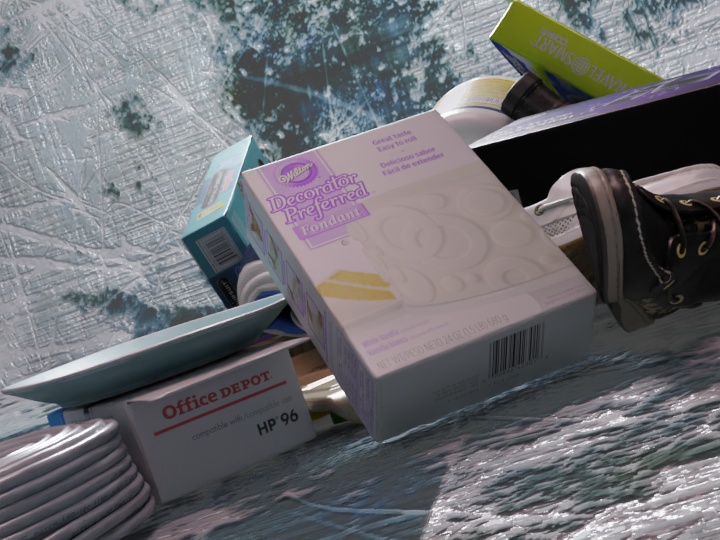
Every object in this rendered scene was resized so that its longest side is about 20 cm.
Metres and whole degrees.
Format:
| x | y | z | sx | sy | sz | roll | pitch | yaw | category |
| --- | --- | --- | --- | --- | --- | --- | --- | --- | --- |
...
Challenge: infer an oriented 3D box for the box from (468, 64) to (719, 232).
| x | y | z | sx | sy | sz | roll | pitch | yaw | category |
| --- | --- | --- | --- | --- | --- | --- | --- | --- | --- |
| 0.190 | -0.087 | 0.939 | 0.199 | 0.079 | 0.141 | -12 | 8 | 31 | box |

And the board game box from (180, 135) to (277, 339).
| x | y | z | sx | sy | sz | roll | pitch | yaw | category |
| --- | --- | --- | --- | --- | --- | --- | --- | --- | --- |
| -0.091 | -0.017 | 1.182 | 0.047 | 0.151 | 0.200 | -26 | 21 | 13 | board game box |

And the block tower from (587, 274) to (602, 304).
| x | y | z | sx | sy | sz | roll | pitch | yaw | category |
| --- | --- | --- | --- | --- | --- | --- | --- | --- | --- |
| 0.135 | 0.006 | 0.988 | 0.199 | 0.054 | 0.058 | -18 | 4 | 40 | block tower |

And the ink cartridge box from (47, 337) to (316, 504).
| x | y | z | sx | sy | sz | roll | pitch | yaw | category |
| --- | --- | --- | --- | --- | --- | --- | --- | --- | --- |
| -0.110 | 0.098 | 0.832 | 0.115 | 0.068 | 0.200 | -20 | 2 | -31 | ink cartridge box |

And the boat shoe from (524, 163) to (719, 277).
| x | y | z | sx | sy | sz | roll | pitch | yaw | category |
| --- | --- | --- | --- | --- | --- | --- | --- | --- | --- |
| 0.151 | -0.038 | 0.850 | 0.199 | 0.070 | 0.071 | -22 | -30 | 36 | boat shoe |

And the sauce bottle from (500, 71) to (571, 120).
| x | y | z | sx | sy | sz | roll | pitch | yaw | category |
| --- | --- | --- | --- | --- | --- | --- | --- | --- | --- |
| 0.201 | -0.086 | 1.052 | 0.066 | 0.200 | 0.066 | -47 | -12 | -14 | sauce bottle |

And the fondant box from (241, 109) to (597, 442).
| x | y | z | sx | sy | sz | roll | pitch | yaw | category |
| --- | --- | --- | --- | --- | --- | --- | --- | --- | --- |
| 0.030 | -0.005 | 0.795 | 0.143 | 0.059 | 0.200 | -20 | 45 | -17 | fondant box |

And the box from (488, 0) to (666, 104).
| x | y | z | sx | sy | sz | roll | pitch | yaw | category |
| --- | --- | --- | --- | --- | --- | --- | --- | --- | --- |
| 0.198 | -0.162 | 1.116 | 0.048 | 0.200 | 0.122 | -55 | -29 | 3 | box |

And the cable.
| x | y | z | sx | sy | sz | roll | pitch | yaw | category |
| --- | --- | --- | --- | --- | --- | --- | --- | --- | --- |
| -0.216 | 0.139 | 0.709 | 0.199 | 0.070 | 0.199 | -21 | 3 | -44 | cable |

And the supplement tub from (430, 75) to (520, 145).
| x | y | z | sx | sy | sz | roll | pitch | yaw | category |
| --- | --- | --- | --- | --- | --- | --- | --- | --- | --- |
| 0.117 | -0.098 | 1.196 | 0.144 | 0.145 | 0.200 | -18 | 15 | 20 | supplement tub |

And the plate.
| x | y | z | sx | sy | sz | roll | pitch | yaw | category |
| --- | --- | --- | --- | --- | --- | --- | --- | --- | --- |
| -0.134 | 0.056 | 0.848 | 0.199 | 0.026 | 0.200 | -18 | 3 | 1 | plate |

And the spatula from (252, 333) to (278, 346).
| x | y | z | sx | sy | sz | roll | pitch | yaw | category |
| --- | --- | --- | --- | --- | --- | --- | --- | --- | --- |
| -0.134 | 0.112 | 1.077 | 0.199 | 0.057 | 0.021 | -27 | -11 | -6 | spatula |

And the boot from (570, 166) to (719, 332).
| x | y | z | sx | sy | sz | roll | pitch | yaw | category |
| --- | --- | --- | --- | --- | --- | --- | --- | --- | --- |
| 0.202 | -0.024 | 0.723 | 0.150 | 0.074 | 0.200 | -15 | -22 | 13 | boot |

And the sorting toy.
| x | y | z | sx | sy | sz | roll | pitch | yaw | category |
| --- | --- | --- | --- | --- | --- | --- | --- | --- | --- |
| 0.014 | 0.073 | 0.916 | 0.184 | 0.037 | 0.200 | -21 | 7 | -31 | sorting toy |

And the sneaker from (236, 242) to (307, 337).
| x | y | z | sx | sy | sz | roll | pitch | yaw | category |
| --- | --- | --- | --- | --- | --- | --- | --- | --- | --- |
| 0.000 | 0.000 | 1.021 | 0.199 | 0.081 | 0.147 | -8 | 38 | 9 | sneaker |

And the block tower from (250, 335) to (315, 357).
| x | y | z | sx | sy | sz | roll | pitch | yaw | category |
| --- | --- | --- | --- | --- | --- | --- | --- | --- | --- |
| -0.086 | 0.089 | 1.038 | 0.199 | 0.054 | 0.058 | -21 | 4 | -25 | block tower |
